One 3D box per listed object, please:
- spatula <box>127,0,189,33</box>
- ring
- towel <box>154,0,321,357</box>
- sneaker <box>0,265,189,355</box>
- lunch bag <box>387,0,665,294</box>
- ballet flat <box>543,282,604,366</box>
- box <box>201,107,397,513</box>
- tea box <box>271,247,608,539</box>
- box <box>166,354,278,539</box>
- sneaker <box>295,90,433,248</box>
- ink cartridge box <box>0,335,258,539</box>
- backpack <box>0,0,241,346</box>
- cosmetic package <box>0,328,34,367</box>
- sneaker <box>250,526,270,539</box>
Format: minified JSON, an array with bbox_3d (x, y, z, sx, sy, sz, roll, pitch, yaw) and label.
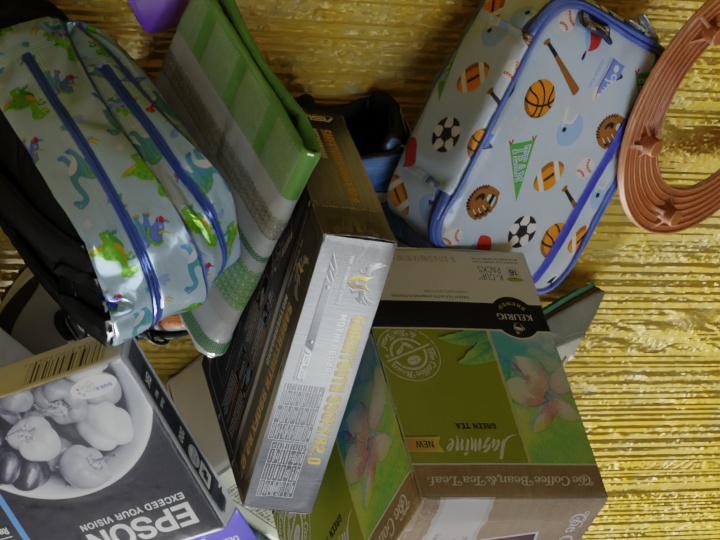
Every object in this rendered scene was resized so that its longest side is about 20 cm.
[{"bbox_3d":[-0.099,-0.126,1.487,0.056,0.021,0.201,-21,138,-1],"label":"spatula"},{"bbox_3d":[0.248,-0.110,1.582,0.200,0.019,0.201,-32,141,-31],"label":"ring"},{"bbox_3d":[-0.088,-0.060,1.447,0.031,0.150,0.200,-14,149,-35],"label":"towel"},{"bbox_3d":[-0.155,0.017,1.563,0.199,0.080,0.074,-21,138,8],"label":"sneaker"},{"bbox_3d":[0.118,-0.090,1.530,0.160,0.075,0.201,25,99,-43],"label":"lunch bag"},{"bbox_3d":[0.107,0.073,1.694,0.199,0.064,0.067,-24,174,-29],"label":"ballet flat"},{"bbox_3d":[-0.041,0.023,1.449,0.048,0.159,0.201,7,119,-19],"label":"box"},{"bbox_3d":[0.038,0.123,1.486,0.133,0.198,0.201,1,139,-24],"label":"tea box"},{"bbox_3d":[-0.026,0.128,1.703,0.128,0.109,0.200,-35,135,14],"label":"box"},{"bbox_3d":[0.017,-0.064,1.553,0.199,0.079,0.089,18,122,-41],"label":"sneaker"},{"bbox_3d":[-0.188,0.147,1.484,0.197,0.044,0.201,-19,120,19],"label":"ink cartridge box"},{"bbox_3d":[-0.161,-0.051,1.407,0.153,0.201,0.164,-12,136,-11],"label":"backpack"},{"bbox_3d":[-0.284,0.069,1.541,0.101,0.072,0.200,-4,147,33],"label":"cosmetic package"},{"bbox_3d":[-0.099,0.210,1.680,0.078,0.079,0.200,-64,154,-7],"label":"sneaker"}]
